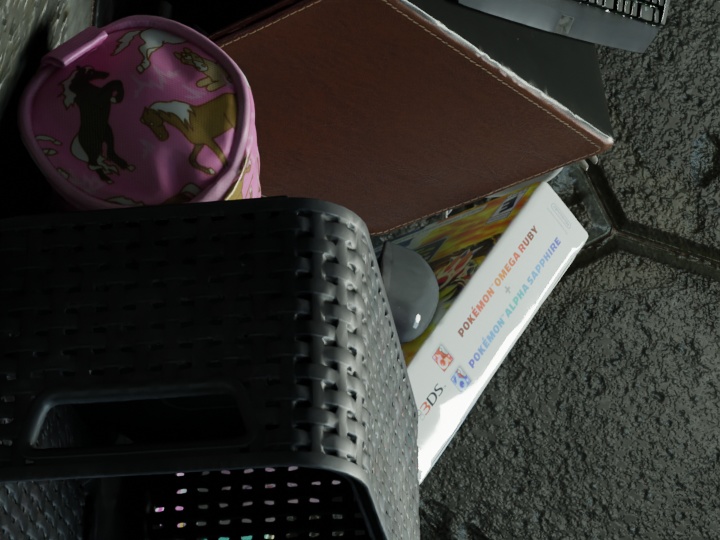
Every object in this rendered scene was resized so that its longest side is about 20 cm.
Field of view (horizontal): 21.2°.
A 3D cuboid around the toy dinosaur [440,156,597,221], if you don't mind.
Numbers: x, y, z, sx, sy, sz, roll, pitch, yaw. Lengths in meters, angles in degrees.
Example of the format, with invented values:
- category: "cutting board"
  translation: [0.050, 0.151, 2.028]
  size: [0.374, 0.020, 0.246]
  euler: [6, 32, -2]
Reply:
- category: "toy dinosaur"
  translation: [0.032, -0.096, 1.105]
  size: [0.105, 0.200, 0.182]
  euler: [-46, 176, -38]

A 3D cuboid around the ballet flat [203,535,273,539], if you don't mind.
- category: "ballet flat"
  translation: [-0.062, 0.098, 1.118]
  size: [0.071, 0.070, 0.201]
  euler: [91, 19, -78]

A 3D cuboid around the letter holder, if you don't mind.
- category: "letter holder"
  translation: [-0.007, -0.102, 0.820]
  size: [0.200, 0.142, 0.101]
  euler: [24, 50, -51]

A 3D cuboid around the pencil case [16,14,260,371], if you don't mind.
- category: "pencil case"
  translation: [-0.078, -0.012, 0.720]
  size: [0.200, 0.086, 0.083]
  euler: [99, -1, -64]

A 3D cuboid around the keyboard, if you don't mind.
- category: "keyboard"
  translation: [0.098, -0.163, 0.814]
  size: [0.200, 0.020, 0.128]
  euler: [0, 101, -59]

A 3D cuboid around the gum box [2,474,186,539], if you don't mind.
- category: "gum box"
  translation: [-0.123, 0.120, 0.834]
  size: [0.114, 0.066, 0.201]
  euler: [102, 7, -49]

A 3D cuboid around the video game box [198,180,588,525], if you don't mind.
- category: "video game box"
  translation: [-0.001, 0.048, 0.978]
  size: [0.199, 0.047, 0.183]
  euler: [-21, -154, 49]

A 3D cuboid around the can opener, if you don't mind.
- category: "can opener"
  translation: [0.000, 0.000, 0.952]
  size: [0.200, 0.066, 0.054]
  euler: [-90, -162, -76]

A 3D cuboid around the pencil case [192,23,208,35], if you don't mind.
- category: "pencil case"
  translation: [-0.063, -0.046, 0.914]
  size: [0.085, 0.084, 0.201]
  euler: [-1, 110, -57]

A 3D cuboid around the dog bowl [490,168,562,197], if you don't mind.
- category: "dog bowl"
  translation: [0.060, -0.138, 1.365]
  size: [0.200, 0.199, 0.079]
  euler: [101, 5, -63]

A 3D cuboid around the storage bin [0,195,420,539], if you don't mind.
- category: "storage bin"
  translation: [-0.053, 0.064, 0.675]
  size: [0.200, 0.134, 0.094]
  euler: [73, 14, -63]
